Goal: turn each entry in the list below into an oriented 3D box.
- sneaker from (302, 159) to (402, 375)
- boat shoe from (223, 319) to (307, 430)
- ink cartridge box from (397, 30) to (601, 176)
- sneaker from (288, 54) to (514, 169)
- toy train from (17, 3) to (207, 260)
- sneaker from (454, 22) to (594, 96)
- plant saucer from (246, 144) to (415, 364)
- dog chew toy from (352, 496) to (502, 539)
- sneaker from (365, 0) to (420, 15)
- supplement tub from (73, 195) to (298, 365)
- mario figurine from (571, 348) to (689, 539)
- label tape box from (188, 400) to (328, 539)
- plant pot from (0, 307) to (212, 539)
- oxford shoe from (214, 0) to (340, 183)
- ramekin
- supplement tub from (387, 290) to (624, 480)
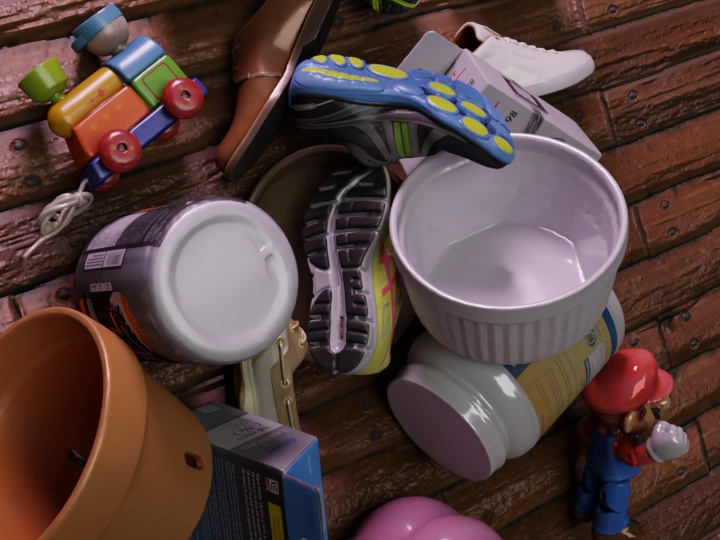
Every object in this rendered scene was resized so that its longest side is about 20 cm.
[{"bbox_3d":[0.000,0.000,1.117,0.090,0.078,0.200,31,61,-57],"label":"sneaker"},{"bbox_3d":[-0.079,0.067,1.074,0.066,0.074,0.200,-6,111,-19],"label":"boat shoe"},{"bbox_3d":[0.110,-0.120,1.172,0.200,0.067,0.116,25,116,-35],"label":"ink cartridge box"},{"bbox_3d":[0.035,-0.126,1.089,0.199,0.083,0.071,14,39,0],"label":"sneaker"},{"bbox_3d":[-0.228,-0.116,1.006,0.200,0.085,0.116,-44,99,-25],"label":"toy train"},{"bbox_3d":[0.145,-0.206,1.237,0.200,0.073,0.085,-17,99,-29],"label":"sneaker"},{"bbox_3d":[-0.026,-0.013,1.151,0.200,0.029,0.201,2,87,-31],"label":"plant saucer"},{"bbox_3d":[0.074,0.264,1.100,0.124,0.200,0.125,1,87,-31],"label":"dog chew toy"},{"bbox_3d":[-0.002,-0.329,1.166,0.200,0.075,0.076,62,29,-10],"label":"sneaker"},{"bbox_3d":[-0.143,0.011,0.978,0.122,0.200,0.123,2,86,-30],"label":"supplement tub"},{"bbox_3d":[0.269,0.168,1.246,0.106,0.123,0.200,-29,131,-49],"label":"mario figurine"},{"bbox_3d":[-0.070,0.198,0.997,0.063,0.200,0.145,-19,111,-40],"label":"label tape box"},{"bbox_3d":[-0.206,0.144,0.952,0.140,0.200,0.200,32,72,-43],"label":"plant pot"},{"bbox_3d":[-0.087,-0.171,1.111,0.071,0.071,0.200,23,77,3],"label":"oxford shoe"},{"bbox_3d":[0.127,-0.013,1.094,0.200,0.200,0.105,-43,148,-25],"label":"ramekin"},{"bbox_3d":[0.135,0.082,1.177,0.200,0.145,0.145,-43,109,-26],"label":"supplement tub"}]
